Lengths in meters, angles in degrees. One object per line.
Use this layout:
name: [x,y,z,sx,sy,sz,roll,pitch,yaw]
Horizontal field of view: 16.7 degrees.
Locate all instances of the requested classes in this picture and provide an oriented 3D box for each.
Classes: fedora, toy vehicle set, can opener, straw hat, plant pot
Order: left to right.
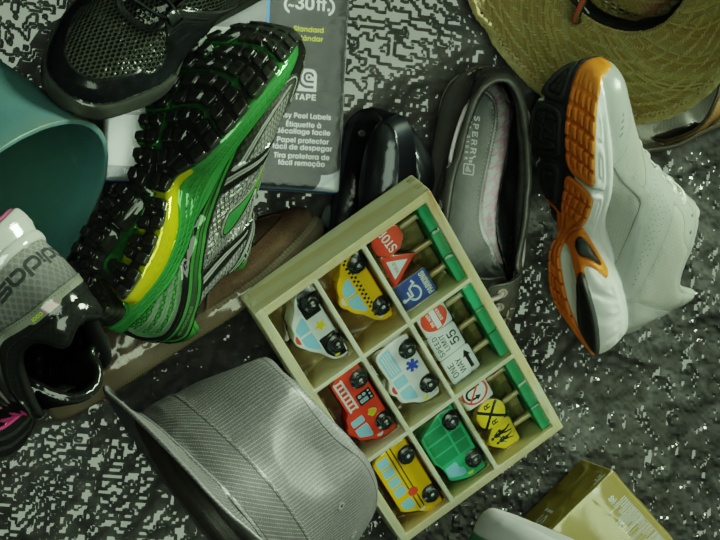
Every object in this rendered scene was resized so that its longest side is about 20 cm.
plant pot: [-0.265,-0.052,1.356,0.161,0.201,0.201,41,84,15]
fedora: [-0.055,0.114,1.407,0.090,0.177,0.200,-41,137,-12]
can opener: [0.000,0.000,1.477,0.063,0.079,0.201,16,105,25]
toy vehicle set: [0.028,0.055,1.453,0.124,0.027,0.200,-36,123,-7]
straw hat: [0.163,-0.194,1.483,0.200,0.085,0.202,10,111,27]

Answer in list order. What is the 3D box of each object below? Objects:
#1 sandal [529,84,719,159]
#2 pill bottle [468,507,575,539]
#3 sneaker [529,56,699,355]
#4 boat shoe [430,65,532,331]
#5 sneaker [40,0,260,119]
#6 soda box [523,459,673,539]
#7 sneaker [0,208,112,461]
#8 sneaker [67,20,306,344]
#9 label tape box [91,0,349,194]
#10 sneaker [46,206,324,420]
sandal: [0.198,-0.119,1.515,0.199,0.055,0.082,-22,97,-10]
pill bottle: [0.084,0.249,1.408,0.112,0.113,0.201,23,88,-11]
sneaker: [0.160,-0.049,1.479,0.092,0.076,0.201,-21,130,-18]
boat shoe: [0.069,-0.025,1.491,0.066,0.057,0.201,3,92,-13]
sneaker: [-0.099,-0.168,1.335,0.076,0.114,0.199,39,55,14]
soda box: [0.095,0.208,1.500,0.200,0.068,0.064,-43,99,-7]
sneaker: [-0.186,0.057,1.359,0.087,0.200,0.074,40,52,17]
sneaker: [-0.089,-0.051,1.397,0.085,0.078,0.201,30,91,-47]
label tape box: [-0.083,-0.149,1.452,0.143,0.063,0.201,2,92,-12]
sneaker: [-0.116,0.007,1.448,0.200,0.070,0.076,-34,97,-9]
